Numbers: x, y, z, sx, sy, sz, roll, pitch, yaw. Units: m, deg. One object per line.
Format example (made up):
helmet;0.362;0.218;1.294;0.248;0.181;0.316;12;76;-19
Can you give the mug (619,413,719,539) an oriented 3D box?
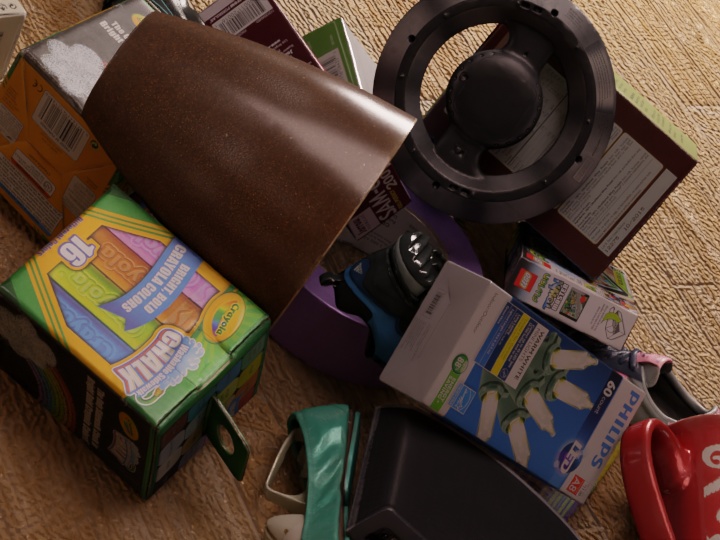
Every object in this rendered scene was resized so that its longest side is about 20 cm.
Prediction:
mug;0.258;0.222;1.514;0.176;0.134;0.201;20;44;-10

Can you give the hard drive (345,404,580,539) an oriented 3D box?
hard drive;0.082;0.192;1.436;0.200;0.042;0.135;39;40;-21

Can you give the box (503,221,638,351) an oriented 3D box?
box;0.178;0.010;1.688;0.109;0.035;0.200;27;11;-1

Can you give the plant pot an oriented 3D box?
plant pot;-0.092;-0.090;1.409;0.199;0.187;0.187;36;38;-2

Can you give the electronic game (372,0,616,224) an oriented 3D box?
electronic game;0.108;-0.139;1.597;0.199;0.201;0.042;30;4;-1

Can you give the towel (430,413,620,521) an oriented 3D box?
towel;0.123;0.146;1.587;0.143;0.023;0.200;37;39;7

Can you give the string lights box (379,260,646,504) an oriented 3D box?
string lights box;0.117;0.086;1.481;0.199;0.103;0.059;33;-5;-38

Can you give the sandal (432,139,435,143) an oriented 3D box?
sandal;0.094;-0.078;1.760;0.076;0.043;0.200;50;17;31

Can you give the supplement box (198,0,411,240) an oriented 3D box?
supplement box;-0.043;-0.130;1.584;0.201;0.061;0.109;56;1;17

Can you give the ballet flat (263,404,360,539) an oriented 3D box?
ballet flat;-0.036;0.177;1.425;0.070;0.068;0.201;0;42;1

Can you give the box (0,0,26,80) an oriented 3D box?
box;-0.364;-0.250;1.654;0.068;0.082;0.201;-13;57;-41

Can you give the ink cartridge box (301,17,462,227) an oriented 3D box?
ink cartridge box;0.014;-0.117;1.741;0.200;0.059;0.104;49;19;-44

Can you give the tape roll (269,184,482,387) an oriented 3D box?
tape roll;0.000;0.000;1.631;0.199;0.066;0.201;19;39;-16

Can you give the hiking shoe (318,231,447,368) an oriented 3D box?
hiking shoe;0.049;0.053;1.526;0.201;0.086;0.075;59;22;-33

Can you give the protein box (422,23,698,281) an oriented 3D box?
protein box;0.175;-0.118;1.713;0.200;0.135;0.199;42;12;2

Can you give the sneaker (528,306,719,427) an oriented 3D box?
sneaker;0.223;0.084;1.672;0.200;0.082;0.070;42;40;14

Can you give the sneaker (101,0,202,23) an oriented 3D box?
sneaker;-0.198;-0.244;1.762;0.079;0.076;0.201;-7;51;-35

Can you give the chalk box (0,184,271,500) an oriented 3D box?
chalk box;-0.145;0.065;1.390;0.200;0.125;0.124;40;62;11

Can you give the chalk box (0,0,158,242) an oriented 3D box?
chalk box;-0.191;-0.123;1.572;0.125;0.124;0.200;45;38;8
